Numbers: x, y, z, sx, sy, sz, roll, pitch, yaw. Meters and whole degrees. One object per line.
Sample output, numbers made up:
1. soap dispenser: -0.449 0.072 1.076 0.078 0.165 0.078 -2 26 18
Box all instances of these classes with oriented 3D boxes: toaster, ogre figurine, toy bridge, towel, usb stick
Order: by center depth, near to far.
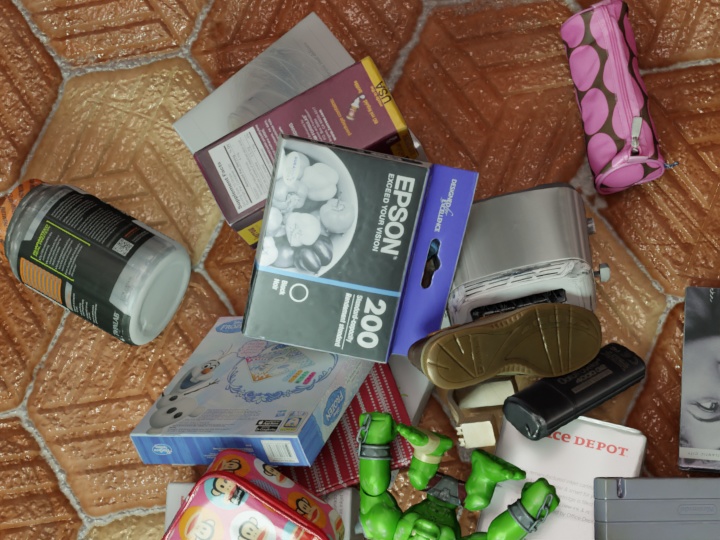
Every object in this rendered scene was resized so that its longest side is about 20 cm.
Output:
1. ogre figurine: 0.079 0.223 1.429 0.198 0.098 0.121 19 94 -8
2. usb stick: 0.212 0.117 1.471 0.055 0.199 0.033 36 126 28
3. toy bridge: 0.123 0.119 1.488 0.066 0.200 0.028 -9 109 21
4. towel: -0.049 0.167 1.514 0.198 0.023 0.146 -19 53 -4
5. toaster: 0.150 0.000 1.520 0.197 0.114 0.130 -12 46 3

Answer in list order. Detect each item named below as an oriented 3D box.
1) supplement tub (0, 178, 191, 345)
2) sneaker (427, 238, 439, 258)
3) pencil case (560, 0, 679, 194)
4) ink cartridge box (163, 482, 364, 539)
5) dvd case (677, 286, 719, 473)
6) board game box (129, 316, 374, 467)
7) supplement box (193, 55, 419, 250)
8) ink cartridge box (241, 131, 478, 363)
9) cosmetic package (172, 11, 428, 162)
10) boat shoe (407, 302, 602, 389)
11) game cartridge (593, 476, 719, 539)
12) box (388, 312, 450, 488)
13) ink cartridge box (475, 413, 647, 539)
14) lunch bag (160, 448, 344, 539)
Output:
1. supplement tub: -0.293 -0.014 1.623 0.198 0.123 0.123 28 82 16
2. sneaker: 0.000 0.000 1.521 0.199 0.066 0.079 -33 39 27
3. pencil case: 0.268 -0.187 1.579 0.090 0.094 0.203 -14 72 6
4. ink cartridge box: -0.100 0.294 1.523 0.197 0.085 0.147 -1 75 12
5. dvd case: 0.394 0.109 1.489 0.146 0.016 0.202 3 61 11
6. board game box: -0.099 0.117 1.501 0.198 0.044 0.200 -3 34 30
7. supplement box: -0.051 -0.114 1.482 0.198 0.110 0.086 -29 75 2
8. ink cartridge box: 0.000 -0.015 1.425 0.197 0.043 0.201 10 106 -9
9. cosmetic package: -0.060 -0.127 1.610 0.199 0.123 0.200 -39 72 0
10. boat shoe: 0.139 0.071 1.456 0.198 0.072 0.073 -12 99 -22
11. game cartridge: 0.315 0.263 1.431 0.197 0.038 0.132 3 87 -18
12. box: 0.005 0.108 1.579 0.143 0.036 0.202 20 78 15
13. ink cartridge box: 0.194 0.247 1.481 0.145 0.083 0.203 12 78 14
14. lunch bag: -0.107 0.288 1.415 0.175 0.082 0.201 31 110 -1
